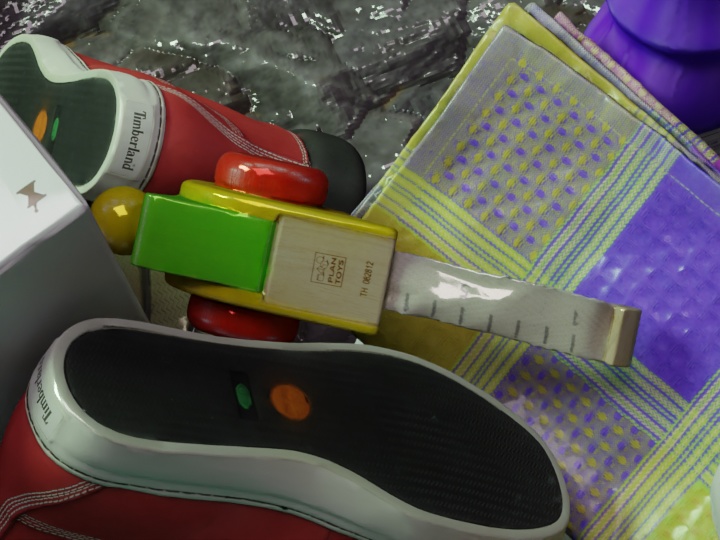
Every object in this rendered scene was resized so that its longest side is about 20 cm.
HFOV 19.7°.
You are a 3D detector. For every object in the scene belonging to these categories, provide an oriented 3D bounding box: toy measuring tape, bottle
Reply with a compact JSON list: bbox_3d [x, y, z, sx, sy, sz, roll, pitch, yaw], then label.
[{"bbox_3d":[0.000,0.000,0.753,0.199,0.074,0.074,12,57,-2],"label":"toy measuring tape"},{"bbox_3d":[0.124,-0.073,0.801,0.083,0.200,0.065,-21,54,-13],"label":"bottle"}]

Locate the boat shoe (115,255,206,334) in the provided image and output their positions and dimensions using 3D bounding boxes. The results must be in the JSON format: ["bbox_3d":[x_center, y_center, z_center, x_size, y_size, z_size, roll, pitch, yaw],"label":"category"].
[{"bbox_3d":[-0.124,0.031,0.869,0.199,0.068,0.075,-7,57,5],"label":"boat shoe"}]

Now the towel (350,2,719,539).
[{"bbox_3d":[0.085,0.015,0.753,0.200,0.023,0.144,45,104,16],"label":"towel"}]

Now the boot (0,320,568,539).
[{"bbox_3d":[-0.039,0.094,0.723,0.200,0.144,0.073,13,43,-24],"label":"boot"}]

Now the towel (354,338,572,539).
[{"bbox_3d":[0.043,0.099,0.813,0.146,0.030,0.200,18,62,20],"label":"towel"}]

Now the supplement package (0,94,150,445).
[{"bbox_3d":[-0.153,0.012,0.730,0.121,0.200,0.120,-37,68,-10],"label":"supplement package"}]

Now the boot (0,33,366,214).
[{"bbox_3d":[-0.084,-0.052,0.925,0.200,0.144,0.073,21,97,59],"label":"boot"}]

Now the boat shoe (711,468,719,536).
[{"bbox_3d":[0.195,0.073,0.676,0.200,0.068,0.075,-1,80,-24],"label":"boat shoe"}]
